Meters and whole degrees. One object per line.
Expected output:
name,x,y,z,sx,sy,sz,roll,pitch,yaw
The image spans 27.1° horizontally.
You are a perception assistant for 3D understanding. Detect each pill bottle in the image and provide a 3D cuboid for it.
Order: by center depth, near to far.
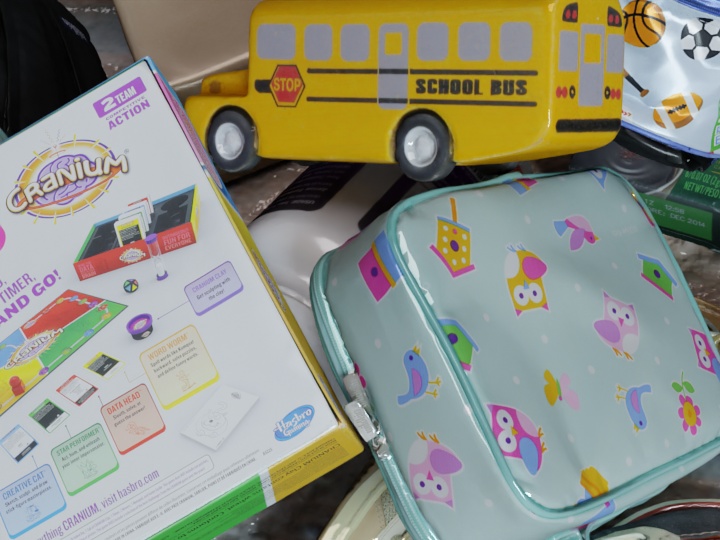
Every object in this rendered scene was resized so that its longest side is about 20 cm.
pill bottle,0.000,0.000,0.747,0.111,0.112,0.200,20,42,22

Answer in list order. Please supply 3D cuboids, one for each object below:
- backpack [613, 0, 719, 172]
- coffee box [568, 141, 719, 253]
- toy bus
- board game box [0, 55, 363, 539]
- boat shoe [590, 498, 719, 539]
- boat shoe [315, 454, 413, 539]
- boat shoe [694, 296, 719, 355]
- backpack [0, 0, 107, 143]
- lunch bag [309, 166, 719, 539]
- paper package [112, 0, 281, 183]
backpack,0.138,-0.127,0.723,0.199,0.155,0.190,20,25,15
coffee box,0.209,-0.106,0.855,0.123,0.044,0.200,19,61,22
toy bus,0.013,-0.081,0.662,0.199,0.065,0.079,6,99,37
board game box,-0.110,0.026,0.643,0.153,0.040,0.200,-29,66,1
boat shoe,0.111,0.147,0.664,0.199,0.063,0.071,-5,95,-4
boat shoe,0.021,0.124,0.717,0.065,0.072,0.200,33,74,6
boat shoe,0.211,0.064,0.726,0.200,0.063,0.073,34,68,29
backpack,-0.217,-0.079,0.840,0.153,0.176,0.200,-37,55,5
lunch bag,0.075,0.042,0.655,0.200,0.077,0.161,-12,75,-47
paper package,-0.048,-0.171,0.913,0.199,0.104,0.191,-20,54,-5
